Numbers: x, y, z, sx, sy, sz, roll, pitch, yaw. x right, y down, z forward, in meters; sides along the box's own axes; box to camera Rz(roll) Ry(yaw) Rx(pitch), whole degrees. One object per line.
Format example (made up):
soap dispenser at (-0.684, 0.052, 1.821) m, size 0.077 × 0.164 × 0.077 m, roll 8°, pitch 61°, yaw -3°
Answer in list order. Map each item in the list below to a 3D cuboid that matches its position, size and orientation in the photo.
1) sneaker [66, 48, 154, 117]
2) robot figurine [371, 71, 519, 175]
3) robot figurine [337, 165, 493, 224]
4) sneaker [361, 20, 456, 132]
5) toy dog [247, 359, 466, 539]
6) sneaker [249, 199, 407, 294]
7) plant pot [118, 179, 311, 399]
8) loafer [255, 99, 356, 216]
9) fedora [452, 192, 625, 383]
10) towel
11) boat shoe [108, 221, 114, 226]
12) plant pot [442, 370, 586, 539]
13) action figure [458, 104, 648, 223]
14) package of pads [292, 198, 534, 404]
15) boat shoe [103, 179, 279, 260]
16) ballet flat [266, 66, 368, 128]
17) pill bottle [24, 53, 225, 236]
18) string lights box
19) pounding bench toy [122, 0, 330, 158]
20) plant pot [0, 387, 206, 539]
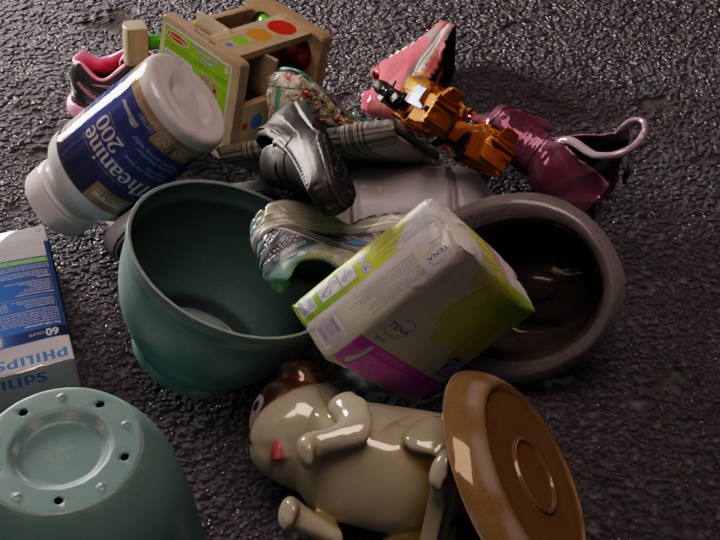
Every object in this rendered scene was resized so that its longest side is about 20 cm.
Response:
sneaker at (-0.250, -0.226, 1.510) m, size 0.200 × 0.096 × 0.079 m, roll -3°, pitch 41°, yaw -6°
robot figurine at (0.087, -0.153, 1.300) m, size 0.145 × 0.058 × 0.200 m, roll 33°, pitch 7°, yaw -18°
robot figurine at (0.054, -0.049, 1.303) m, size 0.199 × 0.113 × 0.170 m, roll -2°, pitch 8°, yaw -3°
sneaker at (0.060, -0.249, 1.553) m, size 0.087 × 0.074 × 0.200 m, roll 13°, pitch 44°, yaw 16°
toy dog at (-0.002, 0.148, 1.073) m, size 0.200 × 0.140 × 0.194 m, roll 18°, pitch 32°, yaw 18°
sneaker at (0.000, 0.000, 1.140) m, size 0.200 × 0.078 × 0.086 m, roll 5°, pitch 48°, yaw -15°
plant pot at (-0.136, 0.033, 1.174) m, size 0.200 × 0.134 × 0.200 m, roll 18°, pitch 38°, yaw -14°
loafer at (-0.053, -0.093, 1.138) m, size 0.070 × 0.068 × 0.201 m, roll -29°, pitch 28°, yaw 2°
fedora at (0.153, 0.016, 1.225) m, size 0.200 × 0.177 × 0.090 m, roll -14°, pitch -3°, yaw 14°
towel at (-0.025, -0.113, 1.324) m, size 0.192 × 0.200 × 0.035 m, roll -7°, pitch 84°, yaw 17°
boat shoe at (-0.249, -0.116, 1.405) m, size 0.070 × 0.072 × 0.201 m, roll -5°, pitch 43°, yaw -6°
plant pot at (0.130, 0.167, 1.019) m, size 0.027 × 0.200 × 0.200 m, roll -28°, pitch 36°, yaw 24°
action figure at (0.185, -0.126, 1.376) m, size 0.200 × 0.149 × 0.134 m, roll 34°, pitch 57°, yaw 14°
package of pads at (0.055, 0.031, 1.099) m, size 0.154 × 0.200 × 0.068 m, roll -39°, pitch 61°, yaw 10°
boat shoe at (-0.164, -0.037, 1.322) m, size 0.199 × 0.074 × 0.068 m, roll -12°, pitch 52°, yaw -34°
ballet flat at (-0.042, -0.157, 1.407) m, size 0.076 × 0.200 × 0.064 m, roll 6°, pitch 75°, yaw 37°
pill bottle at (-0.243, -0.120, 1.290) m, size 0.200 × 0.111 × 0.111 m, roll -34°, pitch 36°, yaw 24°
string lights box at (-0.337, 0.047, 1.234) m, size 0.103 × 0.059 × 0.200 m, roll -12°, pitch 44°, yaw -13°
pounding bench toy at (-0.154, -0.242, 1.446) m, size 0.200 × 0.124 × 0.156 m, roll 36°, pitch 43°, yaw 27°
plant pot at (-0.224, 0.191, 1.002) m, size 0.200 × 0.161 × 0.201 m, roll 0°, pitch 43°, yaw 0°
